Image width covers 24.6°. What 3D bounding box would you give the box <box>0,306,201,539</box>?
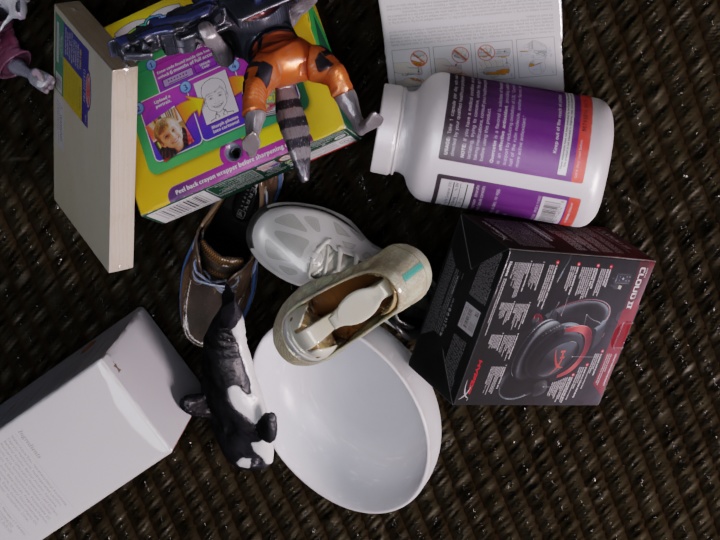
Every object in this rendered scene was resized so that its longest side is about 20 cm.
[{"bbox_3d":[-0.263,0.149,1.532,0.199,0.152,0.107,-34,100,16],"label":"box"}]

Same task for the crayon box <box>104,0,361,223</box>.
[{"bbox_3d":[-0.121,-0.160,1.436,0.199,0.058,0.174,-22,78,13],"label":"crayon box"}]

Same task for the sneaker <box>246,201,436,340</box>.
[{"bbox_3d":[0.000,0.000,1.449,0.199,0.115,0.076,25,90,-19],"label":"sneaker"}]

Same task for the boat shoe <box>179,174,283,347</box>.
[{"bbox_3d":[-0.127,-0.015,1.506,0.072,0.072,0.202,17,108,3],"label":"boat shoe"}]

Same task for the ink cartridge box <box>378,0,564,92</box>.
[{"bbox_3d":[0.097,-0.233,1.438,0.161,0.050,0.201,-3,125,7],"label":"ink cartridge box"}]

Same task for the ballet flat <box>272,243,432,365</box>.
[{"bbox_3d":[-0.022,0.035,1.393,0.068,0.062,0.200,52,131,-2],"label":"ballet flat"}]

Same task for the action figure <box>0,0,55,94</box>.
[{"bbox_3d":[-0.360,-0.192,1.480,0.200,0.149,0.134,-46,116,-2],"label":"action figure"}]

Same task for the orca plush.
[{"bbox_3d":[-0.127,0.114,1.498,0.071,0.105,0.201,-23,145,-19],"label":"orca plush"}]

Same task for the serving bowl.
[{"bbox_3d":[-0.003,0.120,1.515,0.199,0.066,0.202,20,126,30],"label":"serving bowl"}]

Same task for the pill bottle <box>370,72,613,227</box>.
[{"bbox_3d":[0.112,-0.107,1.423,0.198,0.113,0.113,10,108,0],"label":"pill bottle"}]

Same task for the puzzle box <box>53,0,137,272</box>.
[{"bbox_3d":[-0.232,-0.116,1.439,0.025,0.133,0.201,-13,129,-27],"label":"puzzle box"}]

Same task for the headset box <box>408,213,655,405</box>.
[{"bbox_3d":[0.158,0.038,1.446,0.199,0.075,0.150,3,114,-37],"label":"headset box"}]

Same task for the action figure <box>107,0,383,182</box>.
[{"bbox_3d":[-0.097,-0.168,1.340,0.198,0.194,0.105,-19,148,-10],"label":"action figure"}]
